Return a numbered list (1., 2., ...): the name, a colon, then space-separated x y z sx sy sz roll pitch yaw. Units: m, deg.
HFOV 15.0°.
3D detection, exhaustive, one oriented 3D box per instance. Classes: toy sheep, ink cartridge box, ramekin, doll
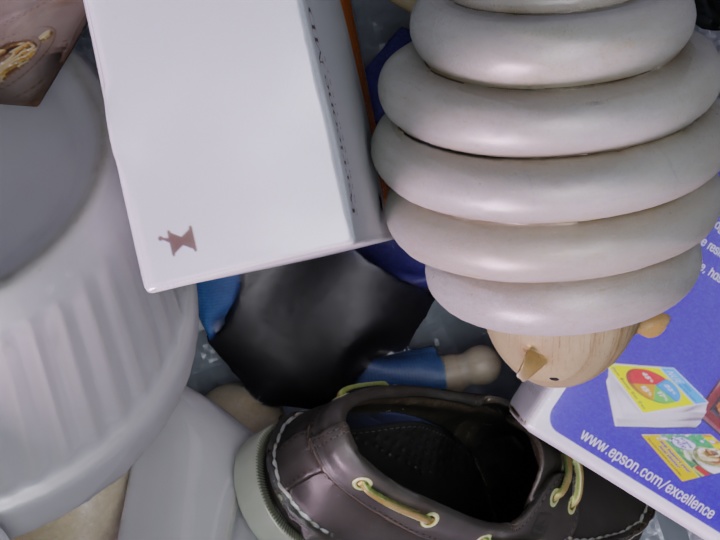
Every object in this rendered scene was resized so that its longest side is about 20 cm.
1. toy sheep: 0.064 -0.052 0.939 0.137 0.138 0.201 -10 113 -5
2. ink cartridge box: 0.189 0.021 1.027 0.197 0.047 0.200 32 94 -15
3. ramekin: -0.158 -0.008 0.938 0.202 0.203 0.094 -10 138 -5
4. doll: 0.000 0.000 1.068 0.136 0.048 0.200 35 96 -9

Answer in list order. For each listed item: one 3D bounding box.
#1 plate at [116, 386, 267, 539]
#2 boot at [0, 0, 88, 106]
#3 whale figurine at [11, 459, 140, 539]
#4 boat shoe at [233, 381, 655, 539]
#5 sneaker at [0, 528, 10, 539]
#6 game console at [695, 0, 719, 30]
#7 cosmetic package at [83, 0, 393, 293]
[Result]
1. plate: -0.014 0.162 1.013 0.032 0.200 0.200 -26 131 38
2. boot: -0.184 -0.125 0.944 0.186 0.064 0.200 -30 67 19
3. whale figurine: -0.177 0.064 1.046 0.199 0.104 0.159 -7 114 18
4. boat shoe: 0.047 0.082 1.041 0.201 0.061 0.072 7 60 -41
5. sneaker: -0.136 0.162 0.872 0.080 0.086 0.201 -13 105 0
6. game console: 0.181 -0.206 0.963 0.200 0.116 0.176 -38 112 -39
7. cosmetic package: -0.036 -0.051 0.942 0.071 0.200 0.102 -12 91 6
